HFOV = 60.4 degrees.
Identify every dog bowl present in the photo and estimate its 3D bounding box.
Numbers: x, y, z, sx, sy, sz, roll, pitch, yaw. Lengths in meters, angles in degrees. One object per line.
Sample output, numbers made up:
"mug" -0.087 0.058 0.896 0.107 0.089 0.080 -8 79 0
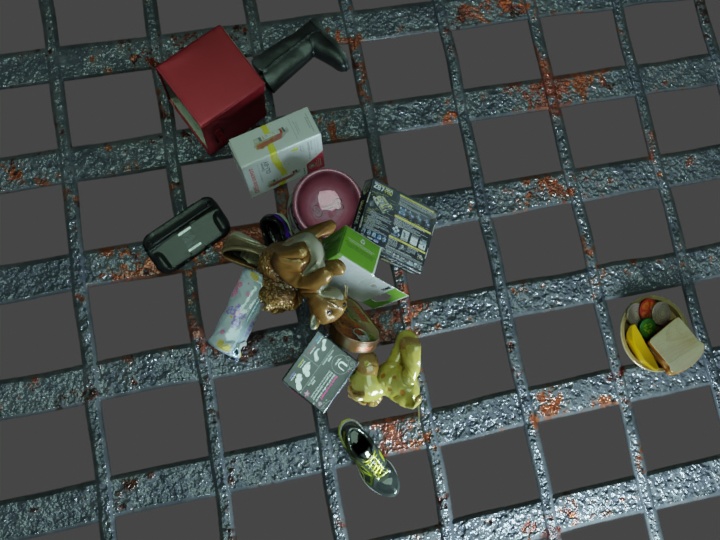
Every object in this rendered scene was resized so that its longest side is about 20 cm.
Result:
"dog bowl" -0.078 -0.150 1.469 0.196 0.074 0.205 1 80 -6

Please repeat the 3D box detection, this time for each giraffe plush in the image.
"giraffe plush" 0.050 0.236 1.376 0.158 0.173 0.204 0 69 0

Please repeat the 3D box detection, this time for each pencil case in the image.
"pencil case" -0.268 0.096 1.398 0.082 0.090 0.203 30 76 -27

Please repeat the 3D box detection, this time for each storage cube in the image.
"storage cube" -0.336 -0.411 1.434 0.179 0.171 0.201 -38 86 -12

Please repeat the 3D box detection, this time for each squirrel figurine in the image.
"squirrel figurine" -0.117 0.025 1.283 0.197 0.142 0.189 -14 110 27

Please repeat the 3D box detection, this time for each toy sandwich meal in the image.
"toy sandwich meal" 0.732 0.158 1.508 0.200 0.070 0.210 1 81 -6

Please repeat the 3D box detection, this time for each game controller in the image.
"game controller" -0.405 -0.083 1.446 0.199 0.042 0.105 -35 100 -10

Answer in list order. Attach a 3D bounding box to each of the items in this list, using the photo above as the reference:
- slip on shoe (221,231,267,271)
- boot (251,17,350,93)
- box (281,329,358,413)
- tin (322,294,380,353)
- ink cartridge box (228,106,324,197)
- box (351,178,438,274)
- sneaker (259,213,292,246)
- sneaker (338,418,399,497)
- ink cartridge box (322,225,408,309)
"slip on shoe" -0.210 -0.020 1.360 0.197 0.077 0.061 26 37 -1
"boot" -0.147 -0.504 1.520 0.199 0.066 0.165 -38 78 -13
"box" -0.089 0.221 1.343 0.114 0.200 0.133 36 79 2
"tin" -0.031 0.115 1.384 0.110 0.200 0.043 -1 120 -29
"ink cartridge box" -0.190 -0.269 1.433 0.197 0.146 0.084 -25 71 -9
"box" 0.078 -0.101 1.454 0.197 0.049 0.164 22 80 -26
"sneaker" -0.174 -0.042 1.419 0.069 0.099 0.202 -35 82 13
"sneaker" 0.017 0.425 1.381 0.074 0.085 0.201 -39 87 -10
"ink cartridge box" 0.000 0.000 1.400 0.198 0.147 0.077 30 60 -23
